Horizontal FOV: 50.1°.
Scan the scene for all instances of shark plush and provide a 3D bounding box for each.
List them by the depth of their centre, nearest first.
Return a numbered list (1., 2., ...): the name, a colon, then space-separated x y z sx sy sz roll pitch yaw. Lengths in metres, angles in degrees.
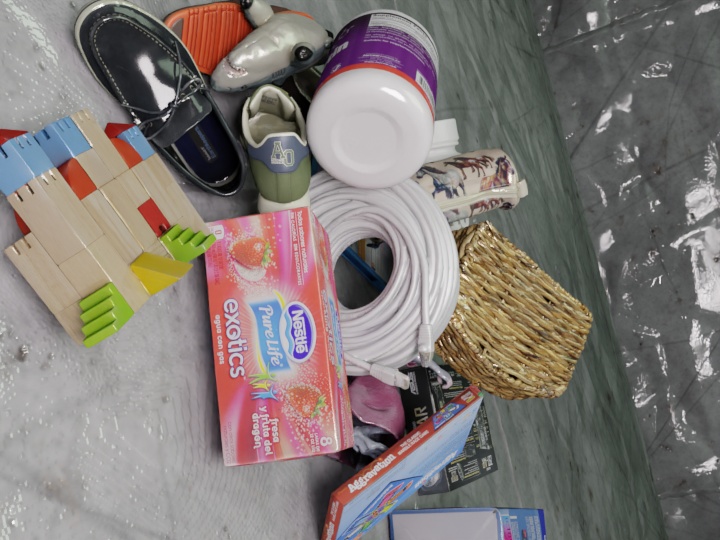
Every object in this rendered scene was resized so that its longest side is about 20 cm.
1. shark plush: -0.078 -0.223 0.788 0.091 0.083 0.200 39 27 1

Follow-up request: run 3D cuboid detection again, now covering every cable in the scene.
1. cable: 0.000 0.000 0.744 0.069 0.199 0.201 22 80 -64

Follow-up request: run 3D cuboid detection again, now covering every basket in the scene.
1. basket: 0.136 0.061 0.884 0.200 0.149 0.143 38 66 -22

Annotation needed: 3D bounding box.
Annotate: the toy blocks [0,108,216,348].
1. toy blocks: -0.185 -0.046 0.536 0.137 0.100 0.200 57 19 -14

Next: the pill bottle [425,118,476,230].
1. pill bottle: 0.090 -0.090 1.008 0.114 0.113 0.201 -27 110 -64

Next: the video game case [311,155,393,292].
1. video game case: -0.004 -0.069 0.987 0.200 0.018 0.144 44 39 -47

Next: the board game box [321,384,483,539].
1. board game box: 0.043 0.198 0.763 0.199 0.019 0.103 -29 144 -36

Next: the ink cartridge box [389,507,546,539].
1. ink cartridge box: 0.138 0.321 0.915 0.200 0.136 0.077 31 54 -56

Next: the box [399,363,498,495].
1. box: 0.124 0.210 1.057 0.200 0.043 0.161 10 68 -62

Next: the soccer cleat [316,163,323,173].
1. soccer cleat: -0.024 -0.098 0.851 0.076 0.066 0.201 1 100 -77

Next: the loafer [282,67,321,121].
1. loafer: -0.020 -0.188 0.922 0.200 0.071 0.073 42 41 -23

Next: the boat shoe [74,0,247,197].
1. boat shoe: -0.156 -0.137 0.642 0.200 0.074 0.062 56 -3 -40

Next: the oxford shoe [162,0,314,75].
1. oxford shoe: -0.133 -0.241 0.785 0.200 0.072 0.072 -18 131 -52

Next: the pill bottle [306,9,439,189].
1. pill bottle: 0.017 -0.172 0.729 0.113 0.112 0.201 58 25 -31

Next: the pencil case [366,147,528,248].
1. pencil case: 0.091 -0.087 0.901 0.090 0.199 0.078 -126 -154 -48

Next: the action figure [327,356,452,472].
1. action figure: 0.008 0.122 0.840 0.148 0.134 0.201 26 49 -23

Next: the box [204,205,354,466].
1. box: -0.067 0.059 0.660 0.103 0.094 0.201 57 25 -77

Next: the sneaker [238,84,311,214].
1. sneaker: -0.080 -0.138 0.726 0.201 0.067 0.090 -107 -166 -48
